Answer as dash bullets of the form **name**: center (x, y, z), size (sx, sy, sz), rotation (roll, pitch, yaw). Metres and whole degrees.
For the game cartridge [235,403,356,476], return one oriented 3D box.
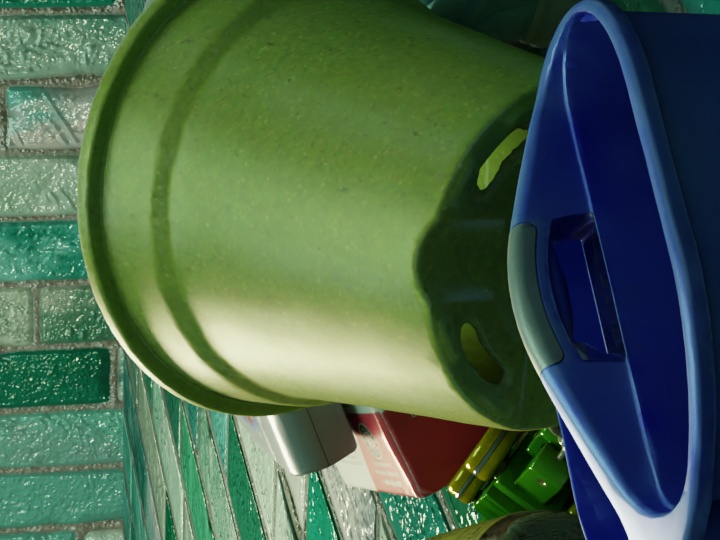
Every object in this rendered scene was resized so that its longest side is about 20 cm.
- **game cartridge**: center (-0.064, 0.016, 1.153), size (0.200, 0.041, 0.134), rotation (43, 153, 60)

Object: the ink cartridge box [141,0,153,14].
- **ink cartridge box**: center (-0.045, -0.161, 1.114), size (0.197, 0.043, 0.200), rotation (-50, 13, 26)

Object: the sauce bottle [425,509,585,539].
- **sauce bottle**: center (0.046, 0.145, 1.036), size (0.200, 0.064, 0.065), rotation (145, 122, -69)

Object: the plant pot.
- **plant pot**: center (0.020, -0.021, 0.929), size (0.184, 0.199, 0.202), rotation (18, 112, 51)

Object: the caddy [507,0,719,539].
- **caddy**: center (0.098, 0.008, 0.749), size (0.142, 0.104, 0.201), rotation (104, 161, -53)

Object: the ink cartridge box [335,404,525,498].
- **ink cartridge box**: center (0.000, 0.000, 1.130), size (0.201, 0.085, 0.148), rotation (65, 167, -5)

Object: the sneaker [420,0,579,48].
- **sneaker**: center (0.058, -0.180, 0.991), size (0.074, 0.081, 0.201), rotation (-109, 20, -54)

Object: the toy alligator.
- **toy alligator**: center (0.083, 0.076, 1.002), size (0.054, 0.059, 0.200), rotation (-53, -5, -22)
